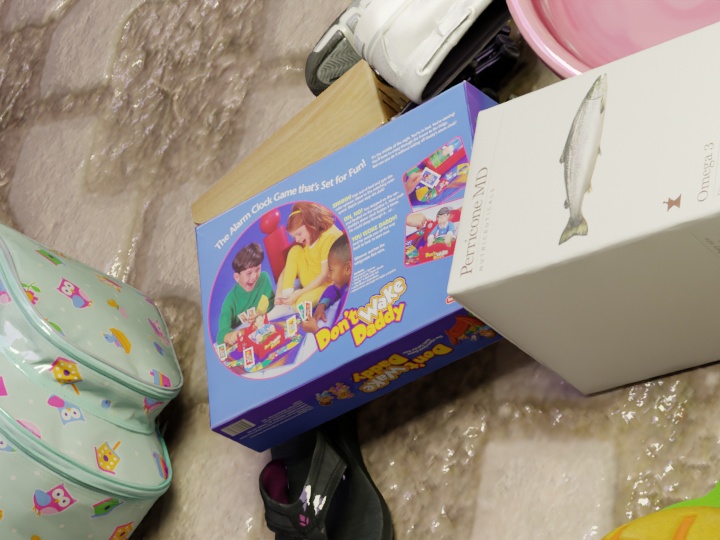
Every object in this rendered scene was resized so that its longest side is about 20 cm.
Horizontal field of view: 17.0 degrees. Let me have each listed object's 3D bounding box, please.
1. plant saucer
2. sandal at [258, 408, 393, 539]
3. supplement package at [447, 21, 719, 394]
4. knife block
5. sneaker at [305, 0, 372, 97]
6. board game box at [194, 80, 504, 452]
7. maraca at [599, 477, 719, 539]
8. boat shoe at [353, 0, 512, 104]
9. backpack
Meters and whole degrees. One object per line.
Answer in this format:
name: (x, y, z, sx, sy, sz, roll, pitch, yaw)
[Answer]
plant saucer: (0.176, -0.173, 1.296, 0.199, 0.051, 0.202, -5, 70, 15)
sandal: (-0.032, 0.115, 1.355, 0.075, 0.048, 0.201, -40, 36, 19)
supplement package: (0.159, -0.032, 1.194, 0.199, 0.117, 0.118, -19, 49, 41)
knife block: (0.005, -0.084, 1.471, 0.199, 0.064, 0.176, 4, 63, 52)
sneaker: (0.045, -0.186, 1.516, 0.199, 0.075, 0.116, -35, 32, 9)
board game box: (0.000, 0.000, 1.332, 0.199, 0.045, 0.135, -26, 54, 29)
maraca: (0.149, 0.155, 1.053, 0.200, 0.107, 0.137, -47, 42, 10)
boat shoe: (0.088, -0.174, 1.369, 0.200, 0.072, 0.069, -39, 71, -6)
backpack: (-0.197, 0.081, 1.472, 0.153, 0.175, 0.201, -43, 40, 22)
